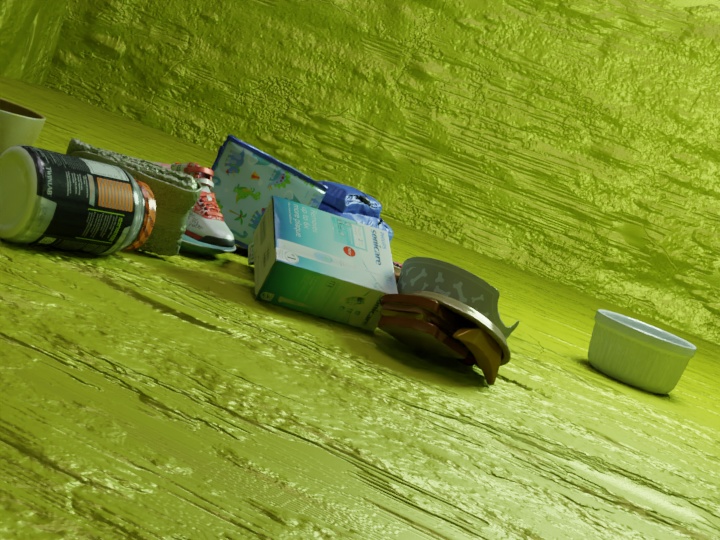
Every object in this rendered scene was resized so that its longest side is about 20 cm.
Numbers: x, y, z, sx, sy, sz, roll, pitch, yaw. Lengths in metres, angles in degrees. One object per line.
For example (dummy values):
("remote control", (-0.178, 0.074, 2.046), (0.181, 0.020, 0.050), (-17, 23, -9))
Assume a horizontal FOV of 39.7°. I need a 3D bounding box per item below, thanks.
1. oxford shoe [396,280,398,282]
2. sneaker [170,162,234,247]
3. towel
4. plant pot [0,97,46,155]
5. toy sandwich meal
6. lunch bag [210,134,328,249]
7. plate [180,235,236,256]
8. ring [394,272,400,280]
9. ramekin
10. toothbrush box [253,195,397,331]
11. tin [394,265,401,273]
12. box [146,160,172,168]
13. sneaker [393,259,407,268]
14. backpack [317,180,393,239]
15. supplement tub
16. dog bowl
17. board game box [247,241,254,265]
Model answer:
("oxford shoe", (-0.006, 0.036, 1.633), (0.199, 0.073, 0.084), (18, -9, -30))
("sneaker", (-0.264, -0.114, 1.638), (0.067, 0.109, 0.201), (12, 11, -45))
("towel", (-0.341, -0.099, 1.436), (0.198, 0.149, 0.037), (17, 34, -15))
("plant pot", (-0.559, -0.178, 1.396), (0.198, 0.143, 0.200), (19, 7, -2))
("toy sandwich meal", (0.120, 0.099, 1.426), (0.204, 0.071, 0.205), (27, -20, 10))
("lunch bag", (-0.189, -0.126, 1.789), (0.199, 0.171, 0.127), (24, 4, -29))
("plate", (-0.303, -0.058, 1.648), (0.198, 0.026, 0.200), (19, 7, -3))
("ring", (0.054, 0.022, 1.733), (0.198, 0.019, 0.201), (9, -14, 2))
("ramekin", (0.535, 0.160, 1.932), (0.198, 0.106, 0.200), (20, 8, -3))
("toothbrush box", (-0.054, -0.010, 1.492), (0.198, 0.086, 0.147), (18, 39, -22))
("tin", (0.000, 0.000, 1.813), (0.111, 0.042, 0.199), (-6, -18, 45))
("box", (-0.328, -0.137, 1.850), (0.094, 0.104, 0.200), (22, 9, 18))
("sneaker", (0.118, 0.025, 1.918), (0.198, 0.081, 0.075), (21, 6, 15))
("backpack", (-0.028, -0.076, 1.951), (0.162, 0.169, 0.199), (33, 11, 36))
("supplement tub", (-0.374, -0.087, 1.304), (0.122, 0.124, 0.199), (25, 9, 37))
("dog bowl", (0.138, 0.060, 1.502), (0.199, 0.059, 0.200), (27, -19, 10))
("board game box", (-0.080, -0.028, 1.646), (0.198, 0.035, 0.134), (1, -5, -13))
